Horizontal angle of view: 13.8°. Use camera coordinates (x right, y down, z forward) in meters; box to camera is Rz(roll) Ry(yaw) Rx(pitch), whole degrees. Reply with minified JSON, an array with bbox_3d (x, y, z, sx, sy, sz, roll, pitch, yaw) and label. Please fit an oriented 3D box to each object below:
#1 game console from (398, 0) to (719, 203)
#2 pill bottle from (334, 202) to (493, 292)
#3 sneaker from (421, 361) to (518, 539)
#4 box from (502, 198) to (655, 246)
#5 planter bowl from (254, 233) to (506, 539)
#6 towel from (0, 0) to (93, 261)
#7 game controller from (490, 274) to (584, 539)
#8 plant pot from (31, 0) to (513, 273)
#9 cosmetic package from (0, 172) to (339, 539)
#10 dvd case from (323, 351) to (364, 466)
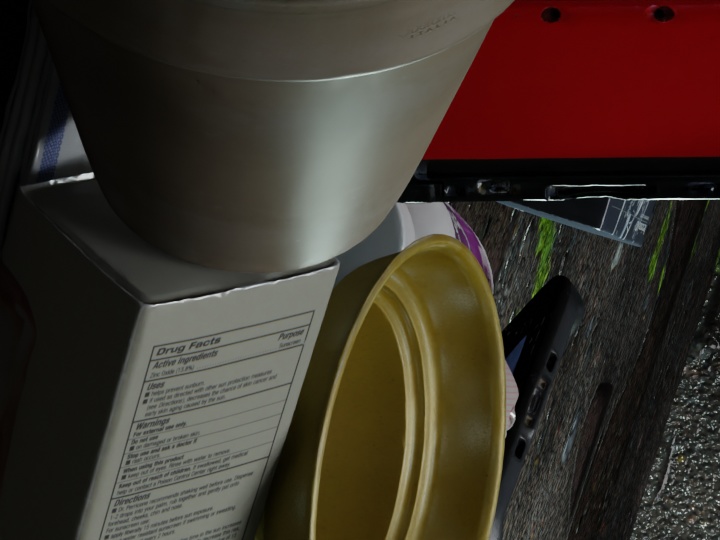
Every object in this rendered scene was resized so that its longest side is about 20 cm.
[{"bbox_3d":[0.108,-0.096,1.383,0.172,0.200,0.119,-86,175,-68],"label":"game console"},{"bbox_3d":[0.000,0.000,1.500,0.200,0.112,0.113,35,73,-76],"label":"pill bottle"},{"bbox_3d":[0.039,0.105,1.393,0.105,0.075,0.201,-17,95,-48],"label":"sneaker"},{"bbox_3d":[0.156,-0.120,1.999,0.200,0.104,0.182,9,99,-76],"label":"box"},{"bbox_3d":[-0.013,0.080,1.252,0.200,0.083,0.201,7,90,-67],"label":"planter bowl"},{"bbox_3d":[-0.074,-0.069,1.192,0.200,0.024,0.147,-5,113,-57],"label":"towel"},{"bbox_3d":[0.063,0.091,1.509,0.104,0.042,0.200,116,-2,-49],"label":"game controller"},{"bbox_3d":[-0.034,-0.098,1.053,0.174,0.200,0.200,95,18,-46],"label":"plant pot"},{"bbox_3d":[-0.094,0.066,1.151,0.103,0.087,0.200,-10,129,-43],"label":"cosmetic package"},{"bbox_3d":[-0.077,0.104,1.315,0.022,0.146,0.200,41,-58,54],"label":"dvd case"}]
